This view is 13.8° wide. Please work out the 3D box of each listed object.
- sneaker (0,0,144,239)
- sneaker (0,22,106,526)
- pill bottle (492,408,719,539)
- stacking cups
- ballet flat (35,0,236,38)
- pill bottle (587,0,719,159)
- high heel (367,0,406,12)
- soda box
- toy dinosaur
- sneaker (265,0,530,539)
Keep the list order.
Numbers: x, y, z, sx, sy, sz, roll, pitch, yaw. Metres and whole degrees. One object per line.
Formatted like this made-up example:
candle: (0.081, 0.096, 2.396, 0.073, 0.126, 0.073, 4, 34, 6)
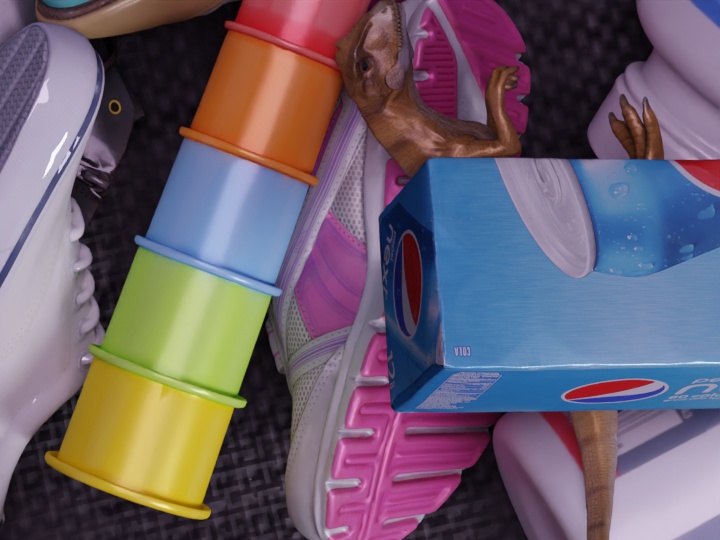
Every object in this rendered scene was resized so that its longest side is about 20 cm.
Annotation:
sneaker: (-0.114, -0.108, 1.063, 0.106, 0.075, 0.201, 21, 93, -7)
sneaker: (-0.120, 0.005, 1.023, 0.071, 0.073, 0.200, 13, 122, -24)
pill bottle: (0.158, 0.060, 1.038, 0.199, 0.120, 0.120, -27, 87, -6)
stacking cups: (-0.048, -0.020, 1.002, 0.060, 0.061, 0.201, 18, 92, -2)
ballet flat: (-0.033, -0.133, 1.045, 0.200, 0.068, 0.063, -49, 131, -26)
pill bottle: (0.164, -0.106, 1.031, 0.112, 0.112, 0.200, 34, 110, 0)
high heel: (0.059, -0.149, 1.029, 0.067, 0.096, 0.200, 35, 114, -7)
soda box: (0.110, 0.005, 0.938, 0.199, 0.064, 0.068, 0, 75, -15)
toy dinosaur: (0.059, -0.001, 0.993, 0.106, 0.060, 0.200, -29, 84, -23)
sneaker: (0.000, 0.000, 1.052, 0.088, 0.081, 0.201, 4, 81, 41)
